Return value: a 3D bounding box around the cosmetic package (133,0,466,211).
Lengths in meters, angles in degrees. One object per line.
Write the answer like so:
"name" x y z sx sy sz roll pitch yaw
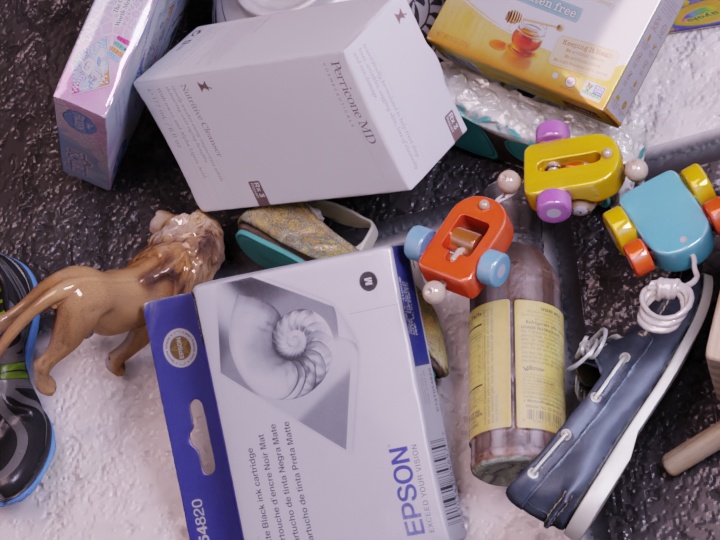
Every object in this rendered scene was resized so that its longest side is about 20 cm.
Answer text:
"cosmetic package" -0.040 -0.111 1.773 0.200 0.113 0.081 -5 31 45

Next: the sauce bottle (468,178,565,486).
"sauce bottle" 0.101 0.038 1.711 0.064 0.065 0.201 -8 64 23

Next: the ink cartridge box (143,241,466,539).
"ink cartridge box" -0.045 0.097 1.727 0.199 0.041 0.200 -13 87 22

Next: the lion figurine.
"lion figurine" -0.173 0.021 1.800 0.073 0.200 0.123 48 118 9

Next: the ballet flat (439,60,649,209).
"ballet flat" 0.107 -0.102 1.775 0.200 0.072 0.072 26 81 26

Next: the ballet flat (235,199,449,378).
"ballet flat" 0.000 0.000 1.782 0.200 0.071 0.071 34 85 34

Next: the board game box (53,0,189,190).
"board game box" -0.158 -0.175 1.862 0.043 0.200 0.200 21 76 0

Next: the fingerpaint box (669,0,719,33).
"fingerpaint box" 0.169 -0.243 1.798 0.199 0.073 0.167 -7 66 24

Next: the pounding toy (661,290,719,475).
"pounding toy" 0.287 0.032 1.595 0.183 0.142 0.201 12 76 15

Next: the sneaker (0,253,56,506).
"sneaker" -0.263 0.074 1.866 0.071 0.083 0.200 -18 61 19

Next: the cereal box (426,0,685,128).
"cereal box" 0.150 -0.208 1.726 0.144 0.040 0.201 24 84 30

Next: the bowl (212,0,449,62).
"bowl" -0.033 -0.197 1.867 0.200 0.094 0.201 -11 62 22

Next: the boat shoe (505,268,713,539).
"boat shoe" 0.155 0.074 1.643 0.062 0.075 0.200 29 71 5

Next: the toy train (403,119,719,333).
"toy train" 0.137 -0.014 1.661 0.199 0.056 0.151 15 62 30
